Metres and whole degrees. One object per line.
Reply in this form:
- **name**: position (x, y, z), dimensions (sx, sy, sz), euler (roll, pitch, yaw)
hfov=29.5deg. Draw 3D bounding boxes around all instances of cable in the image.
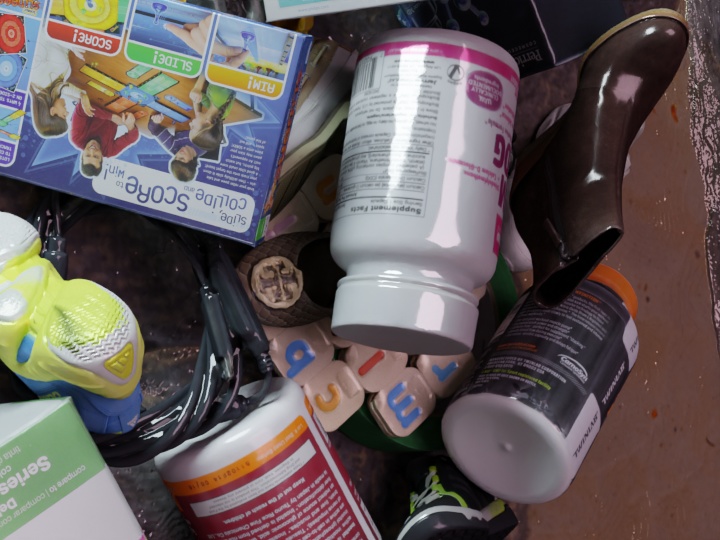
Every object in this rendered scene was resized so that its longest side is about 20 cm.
- **cable**: position (-0.158, 0.026, 0.893), dimensions (0.163, 0.051, 0.200), euler (-26, 78, -9)

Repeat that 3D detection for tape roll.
- **tape roll**: position (0.040, 0.042, 1.074), dimensions (0.200, 0.048, 0.201), euler (7, 79, -38)

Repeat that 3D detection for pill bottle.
- **pill bottle**: position (0.148, 0.075, 1.045), dimensions (0.106, 0.106, 0.200), euler (56, 44, -17)
- **pill bottle**: position (-0.048, 0.184, 0.939), dimensions (0.113, 0.113, 0.200), euler (-36, 105, -36)
- **pill bottle**: position (0.041, -0.050, 0.917), dimensions (0.113, 0.113, 0.201), euler (17, 75, -35)

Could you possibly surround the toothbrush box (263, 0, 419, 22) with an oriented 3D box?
- **toothbrush box**: position (0.031, -0.233, 0.944), dimensions (0.200, 0.146, 0.086), euler (-39, 123, -64)

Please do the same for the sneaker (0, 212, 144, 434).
- **sneaker**: position (-0.201, 0.038, 0.826), dimensions (0.076, 0.200, 0.105), euler (-33, 136, -28)

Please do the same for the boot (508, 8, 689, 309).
- **boot**: position (0.187, -0.082, 1.024), dimensions (0.072, 0.200, 0.167), euler (25, 36, -22)

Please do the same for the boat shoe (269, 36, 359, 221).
- **boat shoe**: position (-0.057, -0.096, 0.957), dimensions (0.068, 0.075, 0.200), euler (38, 46, 3)

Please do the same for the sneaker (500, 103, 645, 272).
- **sneaker**: position (0.179, -0.081, 1.170), dimensions (0.078, 0.099, 0.200), euler (47, 58, -23)

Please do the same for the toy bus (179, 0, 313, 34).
- **toy bus**: position (-0.095, -0.210, 0.971), dimensions (0.192, 0.135, 0.201), euler (-2, 86, -54)

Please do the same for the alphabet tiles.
- **alphabet tiles**: position (0.004, 0.018, 1.007), dimensions (0.196, 0.015, 0.200), euler (-40, 103, -33)

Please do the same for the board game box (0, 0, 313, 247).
- **board game box**: position (-0.142, -0.106, 0.856), dimensions (0.199, 0.034, 0.136), euler (16, 101, 5)

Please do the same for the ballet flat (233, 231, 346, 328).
- **ballet flat**: position (0.000, 0.000, 0.972), dimensions (0.199, 0.046, 0.068), euler (-5, 82, -34)

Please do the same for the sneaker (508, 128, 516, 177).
- **sneaker**: position (0.086, -0.090, 1.071), dimensions (0.074, 0.087, 0.200), euler (-57, 153, 5)

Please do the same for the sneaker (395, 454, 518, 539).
- **sneaker**: position (0.053, 0.179, 1.015), dimensions (0.083, 0.072, 0.200), euler (50, 8, 18)

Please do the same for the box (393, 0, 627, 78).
- **box**: position (0.103, -0.255, 1.108), dimensions (0.107, 0.148, 0.201), euler (-29, 100, -37)

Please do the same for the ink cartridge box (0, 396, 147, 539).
- **ink cartridge box**: position (-0.186, 0.184, 0.809), dimensions (0.087, 0.145, 0.200), euler (-36, 105, -36)
